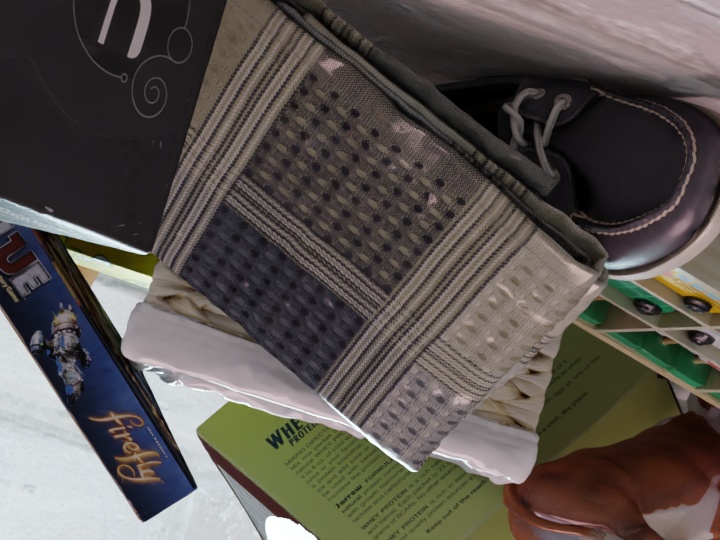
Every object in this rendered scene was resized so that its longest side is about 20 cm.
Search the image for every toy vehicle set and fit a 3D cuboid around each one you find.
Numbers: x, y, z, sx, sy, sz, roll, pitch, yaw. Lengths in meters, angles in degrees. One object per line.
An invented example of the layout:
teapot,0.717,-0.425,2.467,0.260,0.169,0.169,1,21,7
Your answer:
toy vehicle set,0.162,0.027,1.003,0.199,0.027,0.124,29,163,-26

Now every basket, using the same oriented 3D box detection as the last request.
basket,0.000,0.000,1.128,0.199,0.162,0.198,16,175,-1

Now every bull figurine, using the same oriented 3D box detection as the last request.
bull figurine,0.161,0.119,1.177,0.199,0.065,0.121,-14,-134,-39

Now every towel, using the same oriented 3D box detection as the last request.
towel,-0.007,-0.021,0.943,0.192,0.035,0.200,40,145,1

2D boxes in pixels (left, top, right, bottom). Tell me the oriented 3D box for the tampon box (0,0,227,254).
tampon box,-0.171,-0.097,0.820,0.199,0.127,0.150,12,174,40

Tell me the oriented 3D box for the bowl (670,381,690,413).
bowl,0.186,0.043,1.397,0.200,0.091,0.201,16,174,2

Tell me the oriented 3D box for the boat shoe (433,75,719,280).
boat shoe,0.073,-0.042,0.925,0.062,0.073,0.200,18,178,-29

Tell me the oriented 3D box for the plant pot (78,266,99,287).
plant pot,-0.229,-0.051,1.463,0.199,0.141,0.200,16,176,1

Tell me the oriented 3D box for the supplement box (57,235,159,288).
supplement box,-0.096,-0.042,1.287,0.199,0.110,0.109,19,175,-17

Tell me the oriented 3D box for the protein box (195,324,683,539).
protein box,0.055,0.114,1.318,0.200,0.198,0.135,34,158,47

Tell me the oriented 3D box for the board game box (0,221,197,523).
board game box,-0.154,0.012,1.147,0.201,0.034,0.136,61,177,-30
